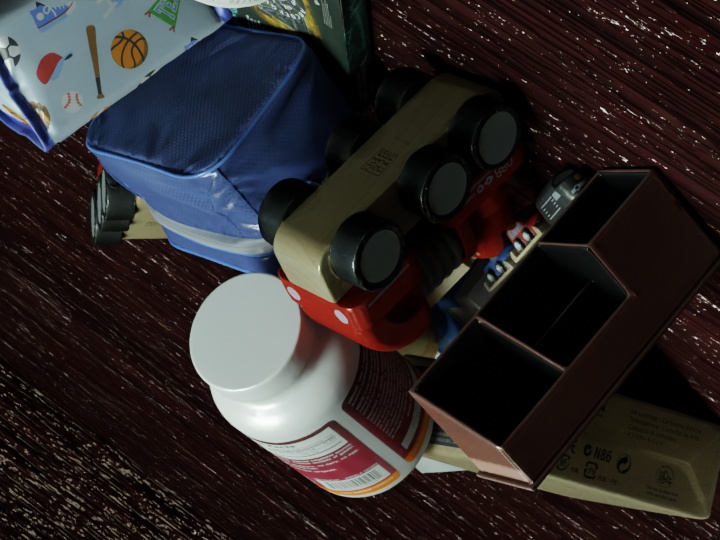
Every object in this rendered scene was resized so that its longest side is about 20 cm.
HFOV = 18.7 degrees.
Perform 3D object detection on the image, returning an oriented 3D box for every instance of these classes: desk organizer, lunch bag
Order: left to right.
[{"bbox_3d":[-0.213,-0.190,1.555,0.124,0.170,0.200,61,167,-23],"label":"lunch bag"},{"bbox_3d":[-0.077,-0.080,1.537,0.199,0.136,0.132,20,156,50],"label":"lunch bag"},{"bbox_3d":[0.128,0.033,1.355,0.077,0.200,0.072,47,163,-19],"label":"desk organizer"}]

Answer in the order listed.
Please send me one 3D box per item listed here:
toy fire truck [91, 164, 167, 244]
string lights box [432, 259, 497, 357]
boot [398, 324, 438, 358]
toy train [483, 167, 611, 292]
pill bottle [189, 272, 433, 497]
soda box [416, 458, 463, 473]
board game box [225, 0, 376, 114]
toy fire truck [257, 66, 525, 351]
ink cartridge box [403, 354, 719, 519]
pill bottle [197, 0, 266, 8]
[{"bbox_3d":[-0.190,-0.131,1.824,0.128,0.202,0.176,-1,171,-11],"label":"toy fire truck"},{"bbox_3d":[0.094,0.035,1.690,0.103,0.059,0.200,41,165,-14],"label":"string lights box"},{"bbox_3d":[-0.001,0.000,1.669,0.202,0.070,0.145,87,158,-60],"label":"boot"},{"bbox_3d":[0.121,-0.023,1.495,0.046,0.034,0.200,51,158,8],"label":"toy train"},{"bbox_3d":[-0.035,0.077,1.524,0.113,0.113,0.200,29,172,33],"label":"pill bottle"},{"bbox_3d":[0.082,0.139,2.003,0.068,0.064,0.200,43,164,-9],"label":"soda box"},{"bbox_3d":[-0.053,-0.190,1.482,0.135,0.028,0.200,36,164,15],"label":"board game box"},{"bbox_3d":[0.033,-0.012,1.457,0.128,0.176,0.201,24,151,42],"label":"toy fire truck"},{"bbox_3d":[0.143,0.124,1.628,0.199,0.076,0.164,18,172,-36],"label":"ink cartridge box"},{"bbox_3d":[-0.069,-0.234,1.241,0.113,0.113,0.200,39,165,3],"label":"pill bottle"}]
